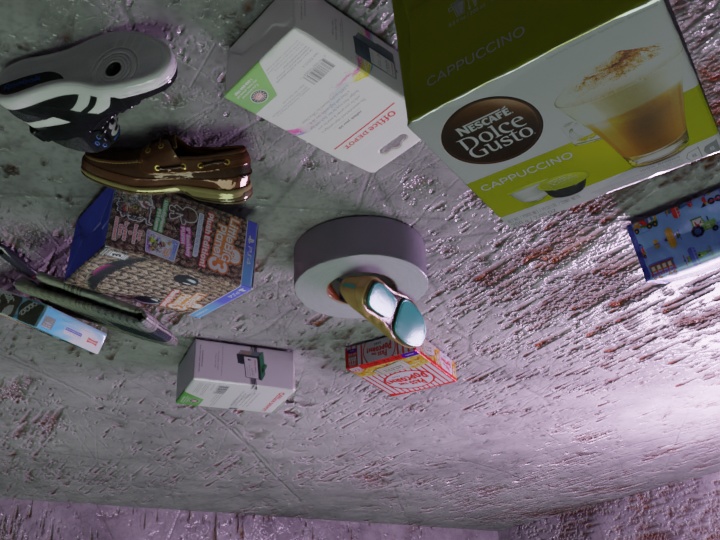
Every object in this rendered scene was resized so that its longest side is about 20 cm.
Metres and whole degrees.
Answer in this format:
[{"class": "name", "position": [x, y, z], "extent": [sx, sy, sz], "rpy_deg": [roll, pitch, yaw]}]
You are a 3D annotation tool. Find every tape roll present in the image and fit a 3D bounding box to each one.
[{"class": "tape roll", "position": [0.000, 0.000, 1.090], "extent": [0.199, 0.067, 0.201], "rpy_deg": [-3, 151, -2]}]

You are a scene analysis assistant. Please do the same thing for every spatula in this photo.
[{"class": "spatula", "position": [-0.479, 0.012, 1.107], "extent": [0.056, 0.021, 0.200], "rpy_deg": [-10, 150, 17]}]

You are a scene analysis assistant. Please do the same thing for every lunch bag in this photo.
[{"class": "lunch bag", "position": [0.507, -0.030, 1.081], "extent": [0.150, 0.095, 0.200], "rpy_deg": [-25, 154, 29]}]

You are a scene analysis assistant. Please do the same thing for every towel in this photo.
[{"class": "towel", "position": [-0.377, 0.058, 1.069], "extent": [0.199, 0.035, 0.193], "rpy_deg": [16, 165, 4]}]

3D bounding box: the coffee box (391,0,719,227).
[{"class": "coffee box", "position": [0.161, -0.191, 0.627], "extent": [0.199, 0.201, 0.198], "rpy_deg": [-21, 146, 28]}]

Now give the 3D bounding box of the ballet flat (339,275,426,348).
[{"class": "ballet flat", "position": [0.035, 0.056, 1.082], "extent": [0.063, 0.069, 0.200], "rpy_deg": [12, 159, 35]}]

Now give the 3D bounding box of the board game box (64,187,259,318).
[{"class": "board game box", "position": [-0.262, -0.023, 0.970], "extent": [0.199, 0.097, 0.159], "rpy_deg": [18, 152, -33]}]

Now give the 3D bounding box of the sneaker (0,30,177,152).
[{"class": "sneaker", "position": [-0.259, -0.177, 0.753], "extent": [0.199, 0.073, 0.112], "rpy_deg": [-3, 155, 17]}]

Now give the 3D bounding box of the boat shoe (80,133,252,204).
[{"class": "boat shoe", "position": [-0.223, -0.127, 0.852], "extent": [0.199, 0.072, 0.068], "rpy_deg": [7, 117, -1]}]

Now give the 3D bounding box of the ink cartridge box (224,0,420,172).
[{"class": "ink cartridge box", "position": [-0.024, -0.188, 0.750], "extent": [0.199, 0.068, 0.117], "rpy_deg": [23, 141, -37]}]

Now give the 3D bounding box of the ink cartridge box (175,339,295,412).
[{"class": "ink cartridge box", "position": [-0.242, 0.209, 1.416], "extent": [0.199, 0.085, 0.146], "rpy_deg": [11, 148, -24]}]

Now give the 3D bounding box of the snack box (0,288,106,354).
[{"class": "snack box", "position": [-0.492, 0.070, 1.106], "extent": [0.199, 0.037, 0.116], "rpy_deg": [12, 162, 35]}]

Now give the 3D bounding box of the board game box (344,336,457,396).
[{"class": "board game box", "position": [0.083, 0.187, 1.451], "extent": [0.151, 0.047, 0.200], "rpy_deg": [-18, 148, 25]}]
